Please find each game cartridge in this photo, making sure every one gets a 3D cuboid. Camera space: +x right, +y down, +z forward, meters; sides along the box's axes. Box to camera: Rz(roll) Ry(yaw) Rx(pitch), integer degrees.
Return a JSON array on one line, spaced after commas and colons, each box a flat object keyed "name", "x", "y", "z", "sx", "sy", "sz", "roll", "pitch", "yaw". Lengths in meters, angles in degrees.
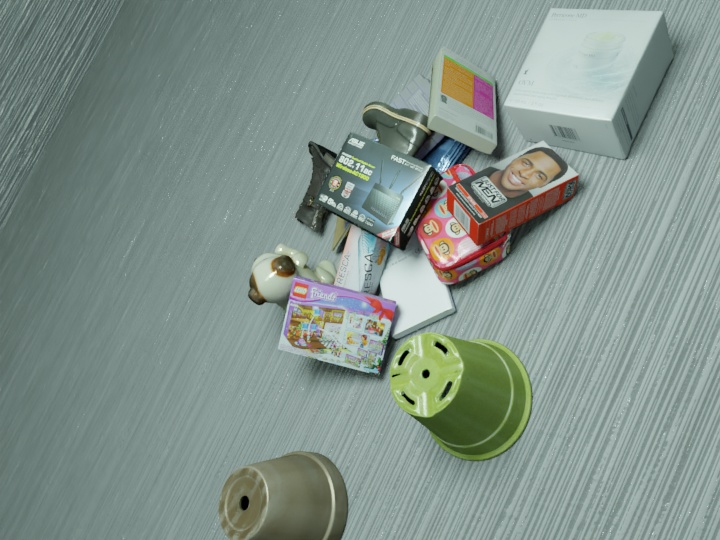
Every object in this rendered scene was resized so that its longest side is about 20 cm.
[{"name": "game cartridge", "x": 0.120, "y": -0.316, "z": 1.216, "sx": 0.129, "sy": 0.038, "sz": 0.201, "roll": -39, "pitch": 41, "yaw": 16}]

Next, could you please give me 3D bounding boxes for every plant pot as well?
[{"name": "plant pot", "x": 0.140, "y": 0.181, "z": 0.920, "sx": 0.198, "sy": 0.189, "sz": 0.203, "roll": -16, "pitch": 60, "yaw": 31}, {"name": "plant pot", "x": -0.148, "y": 0.415, "z": 1.040, "sx": 0.198, "sy": 0.173, "sz": 0.203, "roll": -15, "pitch": 61, "yaw": 29}]

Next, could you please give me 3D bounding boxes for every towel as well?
[{"name": "towel", "x": 0.157, "y": -0.241, "z": 1.191, "sx": 0.111, "sy": 0.048, "sz": 0.201, "roll": 35, "pitch": 93, "yaw": 42}]

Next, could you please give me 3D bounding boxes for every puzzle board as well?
[{"name": "puzzle board", "x": -0.020, "y": -0.158, "z": 1.245, "sx": 0.151, "sy": 0.017, "sz": 0.203, "roll": 130, "pitch": 151, "yaw": -62}]

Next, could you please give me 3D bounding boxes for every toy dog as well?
[{"name": "toy dog", "x": -0.144, "y": 0.038, "z": 1.189, "sx": 0.139, "sy": 0.199, "sz": 0.196, "roll": -37, "pitch": 52, "yaw": 17}]

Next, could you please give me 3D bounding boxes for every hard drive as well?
[{"name": "hard drive", "x": 0.098, "y": 0.014, "z": 1.134, "sx": 0.131, "sy": 0.025, "sz": 0.203, "roll": -28, "pitch": 55, "yaw": 24}]

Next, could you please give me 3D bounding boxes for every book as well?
[{"name": "book", "x": 0.198, "y": -0.323, "z": 1.119, "sx": 0.048, "sy": 0.132, "sz": 0.202, "roll": 127, "pitch": 158, "yaw": -49}]

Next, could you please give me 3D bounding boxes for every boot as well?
[{"name": "boot", "x": -0.108, "y": -0.193, "z": 1.354, "sx": 0.176, "sy": 0.069, "sz": 0.200, "roll": -62, "pitch": 31, "yaw": 14}, {"name": "boot", "x": 0.043, "y": -0.254, "z": 1.177, "sx": 0.199, "sy": 0.077, "sz": 0.140, "roll": 27, "pitch": 90, "yaw": 53}]

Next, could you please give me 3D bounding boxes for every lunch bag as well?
[{"name": "lunch bag", "x": 0.185, "y": -0.091, "z": 1.075, "sx": 0.174, "sy": 0.082, "sz": 0.202, "roll": -27, "pitch": 56, "yaw": 5}]

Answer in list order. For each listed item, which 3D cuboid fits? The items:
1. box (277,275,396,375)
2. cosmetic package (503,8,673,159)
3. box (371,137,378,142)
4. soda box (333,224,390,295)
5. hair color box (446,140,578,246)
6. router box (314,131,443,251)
[{"name": "box", "x": -0.043, "y": 0.101, "z": 1.096, "sx": 0.197, "sy": 0.039, "sz": 0.139, "roll": 14, "pitch": 97, "yaw": 1}, {"name": "cosmetic package", "x": 0.389, "y": -0.325, "z": 1.010, "sx": 0.198, "sy": 0.123, "sz": 0.202, "roll": 23, "pitch": 83, "yaw": 40}, {"name": "box", "x": 0.040, "y": -0.178, "z": 1.240, "sx": 0.069, "sy": 0.064, "sz": 0.203, "roll": -3, "pitch": 69, "yaw": 35}, {"name": "soda box", "x": 0.000, "y": 0.000, "z": 1.149, "sx": 0.068, "sy": 0.063, "sz": 0.203, "roll": 22, "pitch": 101, "yaw": 30}, {"name": "hair color box", "x": 0.256, "y": -0.133, "z": 1.001, "sx": 0.198, "sy": 0.062, "sz": 0.102, "roll": -26, "pitch": 56, "yaw": -11}, {"name": "router box", "x": 0.030, "y": -0.147, "z": 1.075, "sx": 0.199, "sy": 0.062, "sz": 0.151, "roll": 29, "pitch": 91, "yaw": 32}]
